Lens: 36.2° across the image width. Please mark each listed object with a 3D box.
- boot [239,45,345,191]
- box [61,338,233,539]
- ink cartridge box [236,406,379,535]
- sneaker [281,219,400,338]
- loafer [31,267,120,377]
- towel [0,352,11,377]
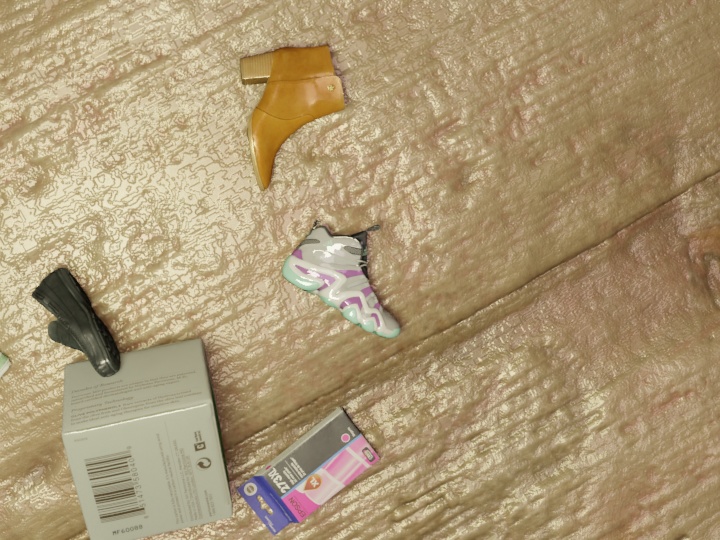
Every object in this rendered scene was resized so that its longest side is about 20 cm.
[{"bbox_3d":[-0.092,-0.219,1.573,0.143,0.071,0.202,-6,91,-6],"label":"boot"},{"bbox_3d":[-0.289,0.232,1.501,0.199,0.171,0.200,-11,119,-9],"label":"box"},{"bbox_3d":[-0.078,0.302,1.640,0.200,0.037,0.095,-38,99,-3],"label":"ink cartridge box"},{"bbox_3d":[0.000,0.000,1.604,0.200,0.078,0.140,33,90,-11],"label":"sneaker"},{"bbox_3d":[-0.390,0.079,1.506,0.070,0.201,0.068,-36,144,-7],"label":"loafer"},{"bbox_3d":[-0.603,0.121,1.510,0.200,0.031,0.149,43,68,-20],"label":"towel"}]
